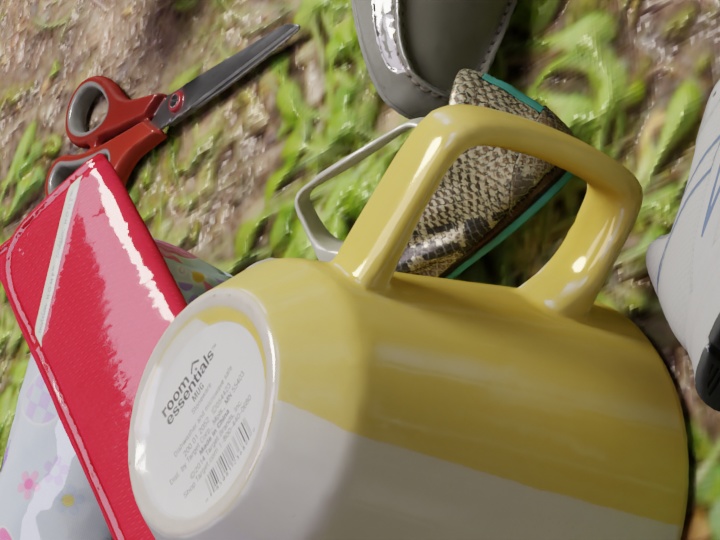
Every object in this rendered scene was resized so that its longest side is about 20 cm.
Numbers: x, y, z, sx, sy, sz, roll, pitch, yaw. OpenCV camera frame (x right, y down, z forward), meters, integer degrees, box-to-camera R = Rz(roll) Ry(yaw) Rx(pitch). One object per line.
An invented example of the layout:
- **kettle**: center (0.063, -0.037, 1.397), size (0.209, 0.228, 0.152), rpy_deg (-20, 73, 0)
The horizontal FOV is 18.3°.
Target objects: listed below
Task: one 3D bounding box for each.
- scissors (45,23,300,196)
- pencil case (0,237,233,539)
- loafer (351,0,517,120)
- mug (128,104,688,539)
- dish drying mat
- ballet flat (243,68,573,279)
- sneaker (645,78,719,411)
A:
- **scissors**: center (-0.093, -0.069, 1.070), size (0.200, 0.014, 0.073), rpy_deg (-8, 67, 50)
- **pencil case**: center (-0.119, 0.079, 0.979), size (0.091, 0.083, 0.200), rpy_deg (20, 91, 37)
- **loafer**: center (0.042, -0.156, 0.880), size (0.070, 0.070, 0.200), rpy_deg (-20, 59, 57)
- **mug**: center (0.008, 0.047, 0.769), size (0.149, 0.153, 0.187), rpy_deg (-14, 64, 50)
- **dish drying mat**: center (-0.091, 0.050, 0.904), size (0.077, 0.018, 0.200), rpy_deg (-39, 59, 19)
- **ballet flat**: center (0.000, 0.000, 0.863), size (0.200, 0.075, 0.068), rpy_deg (-50, 2, 26)
- **sneaker**: center (0.147, -0.054, 0.701), size (0.200, 0.074, 0.087), rpy_deg (-59, 33, 16)
